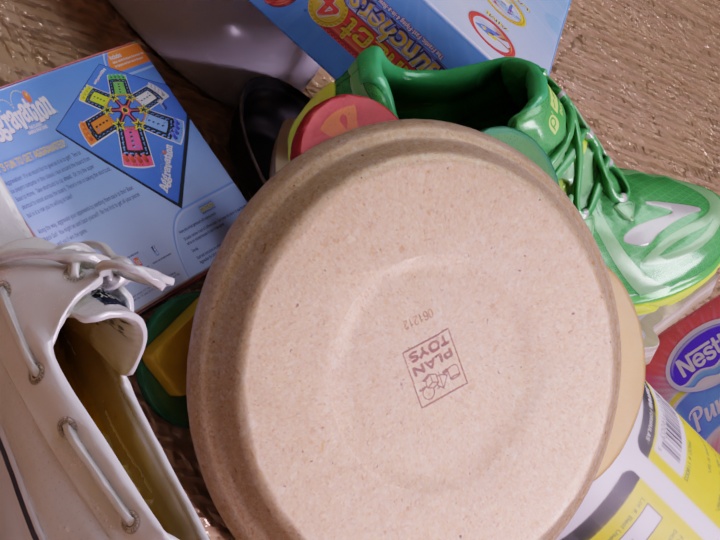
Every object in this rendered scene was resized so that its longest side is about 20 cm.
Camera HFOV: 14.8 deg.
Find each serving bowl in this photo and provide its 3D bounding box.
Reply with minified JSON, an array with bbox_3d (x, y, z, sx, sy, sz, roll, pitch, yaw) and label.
[{"bbox_3d":[-0.074,-0.174,1.319,0.200,0.066,0.200,46,21,-23],"label":"serving bowl"}]

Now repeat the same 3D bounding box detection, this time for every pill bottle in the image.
[{"bbox_3d":[0.127,0.129,1.230,0.200,0.112,0.113,44,23,-30],"label":"pill bottle"}]

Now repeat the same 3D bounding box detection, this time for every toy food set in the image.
[{"bbox_3d":[0.018,0.034,1.072,0.198,0.200,0.049,55,-21,-21],"label":"toy food set"}]

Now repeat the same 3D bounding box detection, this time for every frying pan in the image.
[{"bbox_3d":[0.001,-0.009,1.274,0.190,0.031,0.115,50,23,-17],"label":"frying pan"}]

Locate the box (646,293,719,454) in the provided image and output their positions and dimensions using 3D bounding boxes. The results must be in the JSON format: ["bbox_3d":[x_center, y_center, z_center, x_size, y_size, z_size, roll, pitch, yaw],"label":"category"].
[{"bbox_3d":[0.198,0.066,1.363,0.095,0.200,0.103,13,46,-62],"label":"box"}]

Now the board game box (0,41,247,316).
[{"bbox_3d":[-0.101,-0.033,1.099,0.103,0.019,0.200,57,20,-1],"label":"board game box"}]

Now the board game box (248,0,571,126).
[{"bbox_3d":[0.002,-0.155,1.247,0.200,0.056,0.196,42,24,-9],"label":"board game box"}]

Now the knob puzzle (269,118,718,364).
[{"bbox_3d":[0.048,-0.021,1.201,0.219,0.030,0.220,18,27,-10],"label":"knob puzzle"}]

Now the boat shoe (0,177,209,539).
[{"bbox_3d":[-0.097,0.021,0.923,0.075,0.086,0.202,25,36,-55],"label":"boat shoe"}]

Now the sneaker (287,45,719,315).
[{"bbox_3d":[0.071,-0.038,1.139,0.200,0.084,0.074,14,41,-21],"label":"sneaker"}]
